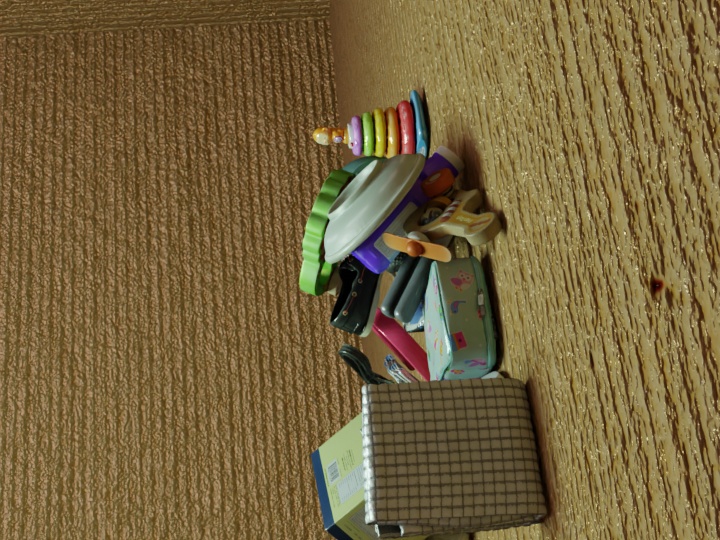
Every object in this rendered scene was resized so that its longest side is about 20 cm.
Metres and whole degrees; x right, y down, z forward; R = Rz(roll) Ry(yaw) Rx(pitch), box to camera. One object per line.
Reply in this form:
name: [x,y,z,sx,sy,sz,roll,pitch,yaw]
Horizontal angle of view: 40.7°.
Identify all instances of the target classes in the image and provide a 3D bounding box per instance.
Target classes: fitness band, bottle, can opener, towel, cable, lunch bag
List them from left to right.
cable: [0.030,0.179,1.642,0.200,0.050,0.097,48,159,-24]
bottle: [0.067,-0.087,1.379,0.065,0.200,0.084,41,177,-7]
fitness band: [0.081,0.131,1.562,0.200,0.037,0.144,47,175,-18]
towel: [0.103,0.199,1.607,0.024,0.147,0.200,-50,4,-1]
can opener: [0.098,-0.014,1.396,0.066,0.052,0.201,44,-110,-45]
towel: [0.098,0.214,1.100,0.086,0.199,0.167,94,171,-67]
lunch bag: [0.132,0.073,1.318,0.200,0.077,0.161,97,169,-67]

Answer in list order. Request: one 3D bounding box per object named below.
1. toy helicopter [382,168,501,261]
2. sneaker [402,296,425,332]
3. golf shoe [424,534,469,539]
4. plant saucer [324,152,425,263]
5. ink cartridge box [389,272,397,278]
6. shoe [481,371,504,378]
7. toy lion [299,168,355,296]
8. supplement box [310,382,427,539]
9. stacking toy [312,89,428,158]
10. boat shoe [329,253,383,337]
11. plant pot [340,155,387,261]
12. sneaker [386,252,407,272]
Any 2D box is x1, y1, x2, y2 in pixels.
toy helicopter: [0.111,-0.058,1.246,0.079,0.132,0.200,57,167,-20]
sneaker: [0.104,0.064,1.648,0.200,0.075,0.078,-163,71,-80]
golf shoe: [0.103,0.420,1.599,0.199,0.098,0.078,17,159,47]
plant saucer: [0.006,-0.099,1.350,0.050,0.200,0.200,42,-176,-11]
ink cartridge box: [0.077,-0.056,1.611,0.116,0.068,0.201,40,-157,-31]
shoe: [0.154,0.204,1.272,0.091,0.071,0.200,50,147,5]
toy lion: [-0.049,-0.056,1.483,0.192,0.068,0.201,-21,-49,-77]
supplement box: [0.046,0.328,1.556,0.134,0.200,0.200,45,-169,-25]
stacking toy: [0.015,-0.242,1.710,0.116,0.199,0.110,96,169,-60]
boat shoe: [0.001,-0.001,1.493,0.074,0.063,0.203,147,140,-63]
plant pot: [0.025,-0.122,1.800,0.161,0.199,0.202,123,143,-72]
sneaker: [0.090,-0.062,1.488,0.200,0.073,0.080,-56,-32,-35]
